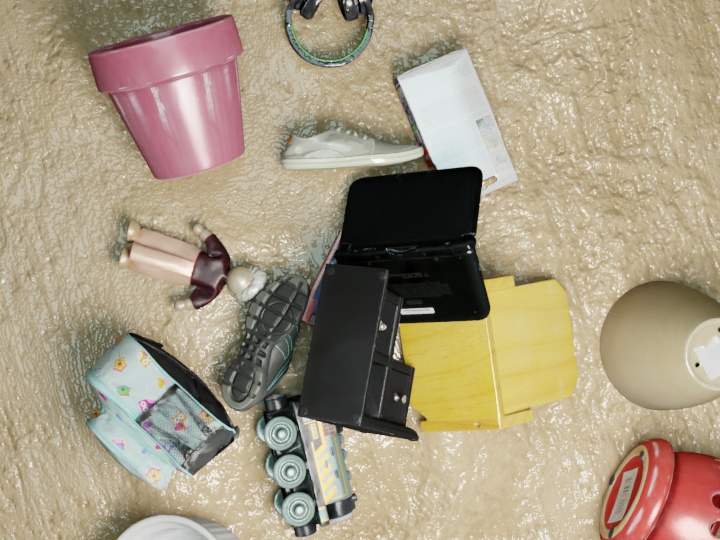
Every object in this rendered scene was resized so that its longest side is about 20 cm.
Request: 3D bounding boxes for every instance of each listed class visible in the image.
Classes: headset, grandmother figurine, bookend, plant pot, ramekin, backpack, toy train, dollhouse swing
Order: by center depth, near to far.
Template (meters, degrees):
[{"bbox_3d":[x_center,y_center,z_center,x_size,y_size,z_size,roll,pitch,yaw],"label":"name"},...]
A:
[{"bbox_3d":[-0.273,0.182,1.436,0.153,0.176,0.200,-39,89,-9],"label":"backpack"},{"bbox_3d":[-0.234,0.420,1.444,0.199,0.098,0.202,-3,82,19],"label":"ramekin"},{"bbox_3d":[-0.236,-0.224,1.445,0.199,0.200,0.180,-17,107,-6],"label":"plant pot"},{"bbox_3d":[0.016,0.114,1.459,0.092,0.200,0.200,5,78,26],"label":"bookend"},{"bbox_3d":[0.439,0.339,1.495,0.182,0.200,0.201,25,87,-3],"label":"plant pot"},{"bbox_3d":[0.448,0.109,1.497,0.186,0.200,0.188,0,90,-6],"label":"plant pot"},{"bbox_3d":[-0.226,-0.002,1.501,0.199,0.061,0.122,15,97,-3],"label":"grandmother figurine"},{"bbox_3d":[-0.071,0.261,1.504,0.113,0.085,0.201,-14,91,-15],"label":"toy train"},{"bbox_3d":[-0.040,-0.381,1.505,0.123,0.094,0.201,2,95,-6],"label":"headset"},{"bbox_3d":[0.183,0.110,1.553,0.181,0.175,0.201,-8,91,36],"label":"dollhouse swing"}]

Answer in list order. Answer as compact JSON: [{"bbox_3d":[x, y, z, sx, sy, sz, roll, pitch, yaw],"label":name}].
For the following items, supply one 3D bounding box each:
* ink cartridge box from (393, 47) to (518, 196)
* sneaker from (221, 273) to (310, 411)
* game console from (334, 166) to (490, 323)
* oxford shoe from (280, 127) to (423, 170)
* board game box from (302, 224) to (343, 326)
[{"bbox_3d":[0.134,-0.197,1.544,0.109,0.050,0.201,-23,93,-6],"label":"ink cartridge box"},{"bbox_3d":[-0.125,0.098,1.501,0.075,0.079,0.201,28,88,21],"label":"sneaker"},{"bbox_3d":[0.079,-0.030,1.486,0.199,0.116,0.177,-4,120,27],"label":"game console"},{"bbox_3d":[-0.012,-0.170,1.517,0.199,0.075,0.058,-2,91,-1],"label":"oxford shoe"},{"bbox_3d":[0.000,0.000,1.543,0.103,0.019,0.201,27,87,-6],"label":"board game box"}]
